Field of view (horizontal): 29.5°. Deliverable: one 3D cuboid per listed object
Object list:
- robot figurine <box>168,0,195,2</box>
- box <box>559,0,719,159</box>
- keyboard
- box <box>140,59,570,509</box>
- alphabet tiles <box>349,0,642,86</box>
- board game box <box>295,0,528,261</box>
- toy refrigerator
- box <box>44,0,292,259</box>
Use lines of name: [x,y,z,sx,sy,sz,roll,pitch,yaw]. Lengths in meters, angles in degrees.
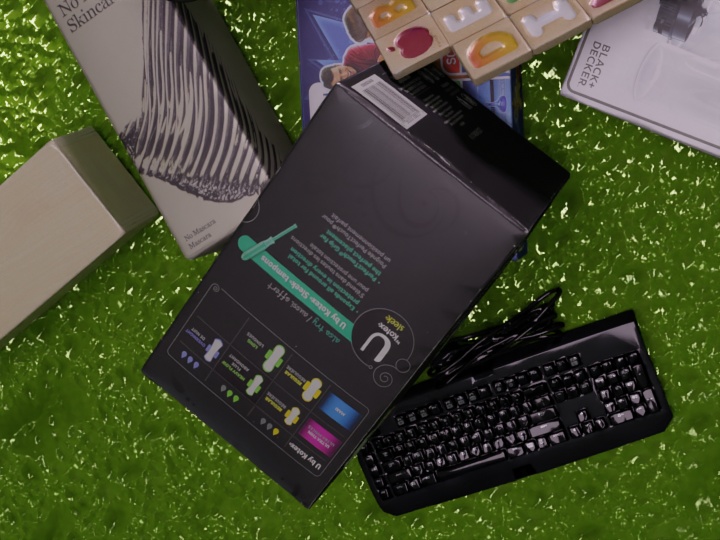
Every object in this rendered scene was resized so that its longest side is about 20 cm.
robot figurine: [-0.082,-0.227,0.765,0.150,0.200,0.125,41,146,11]
box: [0.225,-0.115,0.752,0.199,0.060,0.117,22,104,14]
keyboard: [0.081,0.083,0.838,0.199,0.040,0.105,-22,92,18]
box: [0.000,0.000,0.754,0.124,0.149,0.200,38,113,4]
alphabet tiles: [0.091,-0.177,0.737,0.199,0.006,0.167,-27,45,3]
board game box: [0.030,-0.106,0.827,0.134,0.034,0.202,0,98,18]
toy refrigerator: [-0.235,-0.003,0.911,0.200,0.070,0.076,-38,93,19]
box: [-0.114,-0.114,0.854,0.082,0.068,0.201,-31,89,20]
